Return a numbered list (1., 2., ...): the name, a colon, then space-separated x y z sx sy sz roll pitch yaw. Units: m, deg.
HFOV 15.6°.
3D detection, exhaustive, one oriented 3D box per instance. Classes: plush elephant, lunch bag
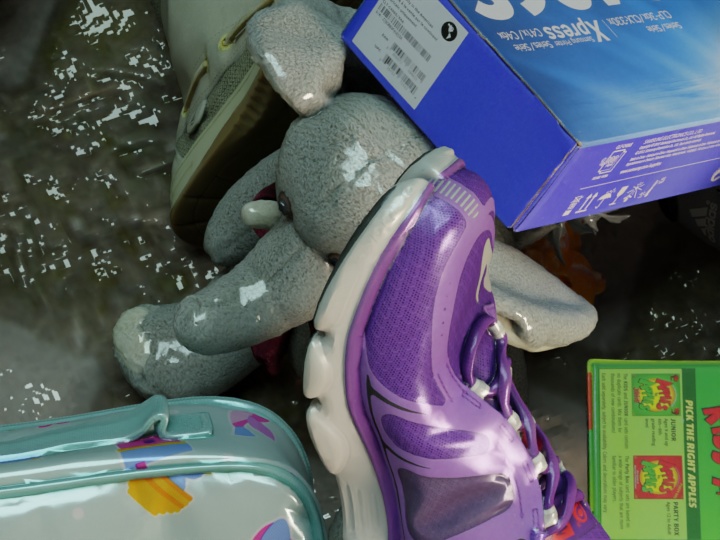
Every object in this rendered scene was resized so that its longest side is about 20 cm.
1. plush elephant: 0.000 0.000 0.919 0.200 0.155 0.165 -42 63 4
2. lunch bag: -0.099 0.123 0.868 0.199 0.161 0.077 -7 12 -4

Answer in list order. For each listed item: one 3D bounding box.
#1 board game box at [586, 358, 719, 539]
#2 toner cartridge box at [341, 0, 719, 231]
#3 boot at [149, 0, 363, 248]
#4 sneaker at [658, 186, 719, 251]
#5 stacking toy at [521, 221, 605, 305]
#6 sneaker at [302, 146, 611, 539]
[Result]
1. board game box: 0.123 0.125 0.839 0.101 0.048 0.201 0 57 4
2. toner cartridge box: 0.091 -0.073 0.928 0.200 0.043 0.095 -14 58 -51
3. boot: -0.021 -0.122 1.026 0.072 0.200 0.155 15 46 -30
4. sneaker: 0.150 0.008 0.999 0.115 0.075 0.200 27 50 25
5. stacking toy: 0.067 -0.067 1.040 0.116 0.110 0.201 2 66 -18
6. sneaker: 0.037 0.055 0.807 0.083 0.201 0.081 12 35 27
